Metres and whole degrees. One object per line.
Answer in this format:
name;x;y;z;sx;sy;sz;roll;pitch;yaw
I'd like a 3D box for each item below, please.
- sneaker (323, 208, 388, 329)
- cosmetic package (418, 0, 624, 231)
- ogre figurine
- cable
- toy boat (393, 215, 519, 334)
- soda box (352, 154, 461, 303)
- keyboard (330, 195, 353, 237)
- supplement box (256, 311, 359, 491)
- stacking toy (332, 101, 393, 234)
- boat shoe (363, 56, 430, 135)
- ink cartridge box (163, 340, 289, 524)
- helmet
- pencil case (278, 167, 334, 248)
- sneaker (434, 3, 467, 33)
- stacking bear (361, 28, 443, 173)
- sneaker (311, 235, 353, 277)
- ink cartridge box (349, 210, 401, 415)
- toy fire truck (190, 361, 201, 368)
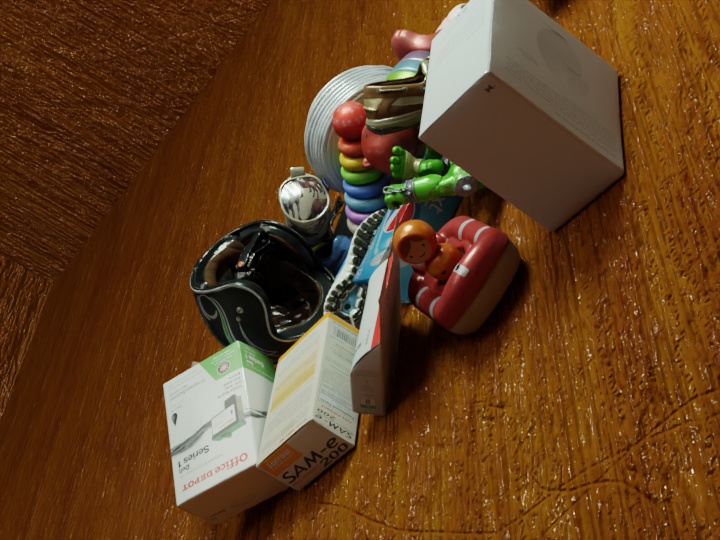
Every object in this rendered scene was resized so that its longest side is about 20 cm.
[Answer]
sneaker;0.000;0.000;1.782;0.200;0.078;0.090;-57;6;-17
cosmetic package;0.183;-0.187;1.434;0.123;0.199;0.200;-43;24;35
ogre figurine;0.122;-0.148;1.630;0.120;0.098;0.200;5;23;35
cable;0.013;-0.200;1.868;0.069;0.199;0.201;45;122;46
toy boat;0.095;-0.012;1.484;0.131;0.131;0.200;-58;19;1
soda box;0.069;-0.056;1.708;0.064;0.068;0.200;-12;49;64
keyboard;-0.015;-0.099;2.050;0.127;0.021;0.200;-24;37;48
supplement box;-0.060;0.170;1.668;0.126;0.073;0.200;-43;24;35
stacking toy;0.005;-0.148;1.801;0.085;0.201;0.086;-9;35;6
boat shoe;0.097;-0.237;1.637;0.199;0.074;0.076;-19;19;-8
ink cartridge box;-0.183;0.222;1.735;0.146;0.084;0.200;-31;49;20
helmet;-0.133;0.043;1.848;0.200;0.191;0.200;-28;30;18
pencil case;-0.080;-0.082;1.924;0.200;0.077;0.090;89;-177;-73
sneaker;0.144;-0.338;1.942;0.105;0.075;0.201;-48;17;40
stacking bear;0.067;-0.221;1.747;0.121;0.114;0.200;8;57;38
sneaker;-0.056;-0.013;1.934;0.200;0.078;0.066;-26;38;58
ink cartridge box;0.018;0.051;1.541;0.161;0.050;0.200;-77;-13;-45
toy fire truck;-0.217;0.211;1.944;0.176;0.128;0.200;-61;8;-7
